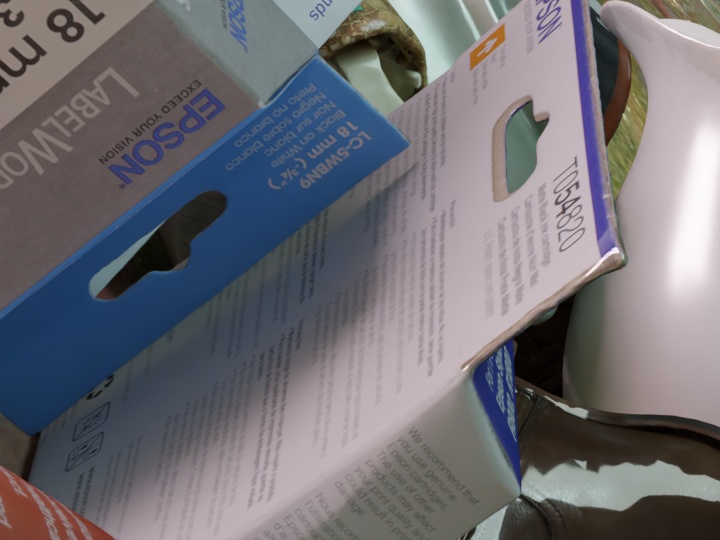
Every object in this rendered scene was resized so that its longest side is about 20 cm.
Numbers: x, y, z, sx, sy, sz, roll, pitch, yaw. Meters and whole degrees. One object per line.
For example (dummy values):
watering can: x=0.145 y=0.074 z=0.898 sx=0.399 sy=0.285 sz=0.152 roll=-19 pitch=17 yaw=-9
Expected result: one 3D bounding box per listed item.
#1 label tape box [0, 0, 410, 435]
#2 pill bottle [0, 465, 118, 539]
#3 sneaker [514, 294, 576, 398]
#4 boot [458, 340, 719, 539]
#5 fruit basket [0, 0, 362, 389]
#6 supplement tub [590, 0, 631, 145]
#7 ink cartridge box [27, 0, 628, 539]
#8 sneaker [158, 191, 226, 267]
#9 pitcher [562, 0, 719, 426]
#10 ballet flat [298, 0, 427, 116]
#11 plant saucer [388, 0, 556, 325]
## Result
label tape box: x=-0.098 y=-0.036 z=0.708 sx=0.200 sy=0.144 sz=0.063 roll=42 pitch=20 yaw=-30
pill bottle: x=-0.092 y=0.088 z=0.545 sx=0.200 sy=0.112 sz=0.112 roll=37 pitch=23 yaw=-39
sneaker: x=0.108 y=0.062 z=1.171 sx=0.200 sy=0.070 sz=0.076 roll=39 pitch=28 yaw=-35
boot: x=0.043 y=0.113 z=0.787 sx=0.186 sy=0.064 sz=0.200 roll=28 pitch=41 yaw=-5
fruit basket: x=-0.104 y=-0.101 z=0.793 sx=0.200 sy=0.185 sz=0.094 roll=46 pitch=-21 yaw=-11
supplement tub: x=0.025 y=-0.112 z=1.230 sx=0.200 sy=0.107 sz=0.107 roll=35 pitch=25 yaw=-46
ink cartridge box: x=-0.005 y=0.023 z=0.745 sx=0.041 sy=0.200 sz=0.200 roll=47 pitch=19 yaw=-18
sneaker: x=-0.031 y=-0.028 z=1.006 sx=0.099 sy=0.078 sz=0.200 roll=54 pitch=7 yaw=25
pitcher: x=0.161 y=0.005 z=1.075 sx=0.121 sy=0.171 sz=0.200 roll=4 pitch=91 yaw=-56
ballet flat: x=0.000 y=0.000 z=0.904 sx=0.065 sy=0.070 sz=0.200 roll=36 pitch=-37 yaw=57
plant saucer: x=0.038 y=-0.079 z=1.061 sx=0.200 sy=0.050 sz=0.200 roll=57 pitch=14 yaw=-22
